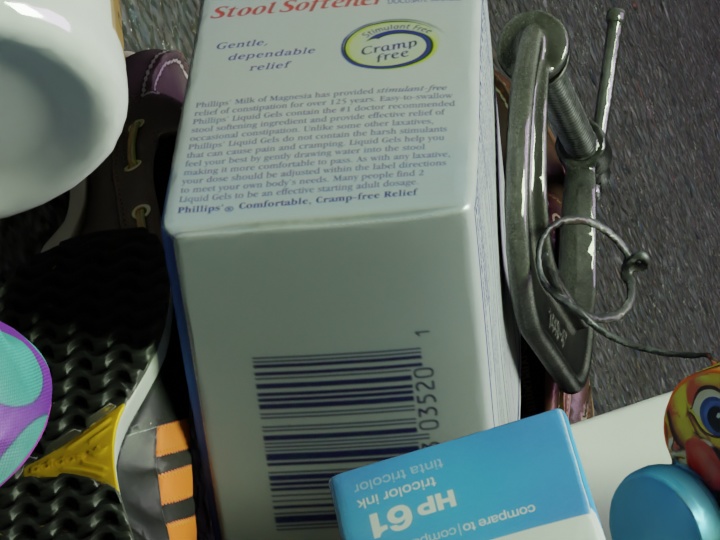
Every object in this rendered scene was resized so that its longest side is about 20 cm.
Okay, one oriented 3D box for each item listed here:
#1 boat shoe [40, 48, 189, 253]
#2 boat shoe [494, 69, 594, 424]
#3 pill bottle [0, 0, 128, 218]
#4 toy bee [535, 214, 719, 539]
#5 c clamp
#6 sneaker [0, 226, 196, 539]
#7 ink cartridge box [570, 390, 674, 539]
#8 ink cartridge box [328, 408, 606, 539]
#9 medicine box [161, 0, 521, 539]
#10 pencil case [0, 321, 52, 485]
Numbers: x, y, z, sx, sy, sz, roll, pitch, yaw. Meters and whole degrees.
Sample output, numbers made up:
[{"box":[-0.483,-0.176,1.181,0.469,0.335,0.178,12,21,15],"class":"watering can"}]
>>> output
[{"box":[-0.077,-0.026,1.091,0.200,0.059,0.072,-83,149,-56],"class":"boat shoe"},{"box":[0.057,0.001,1.198,0.070,0.070,0.200,37,38,-67],"class":"boat shoe"},{"box":[-0.137,-0.124,0.919,0.114,0.114,0.200,48,28,-52],"class":"pill bottle"},{"box":[0.131,0.073,0.975,0.200,0.109,0.131,52,55,-9],"class":"toy bee"},{"box":[0.075,-0.041,1.116,0.200,0.027,0.171,36,57,-75],"class":"c clamp"},{"box":[-0.086,0.079,0.954,0.090,0.070,0.200,70,14,-45],"class":"sneaker"},{"box":[0.071,0.130,1.136,0.145,0.200,0.084,39,35,-60],"class":"ink cartridge box"},{"box":[0.058,0.169,0.894,0.145,0.085,0.200,73,1,-46],"class":"ink cartridge box"},{"box":[0.000,0.000,1.029,0.200,0.103,0.182,-86,171,-55],"class":"medicine box"},{"box":[-0.163,-0.021,0.775,0.092,0.085,0.200,-84,150,-53],"class":"pencil case"}]
